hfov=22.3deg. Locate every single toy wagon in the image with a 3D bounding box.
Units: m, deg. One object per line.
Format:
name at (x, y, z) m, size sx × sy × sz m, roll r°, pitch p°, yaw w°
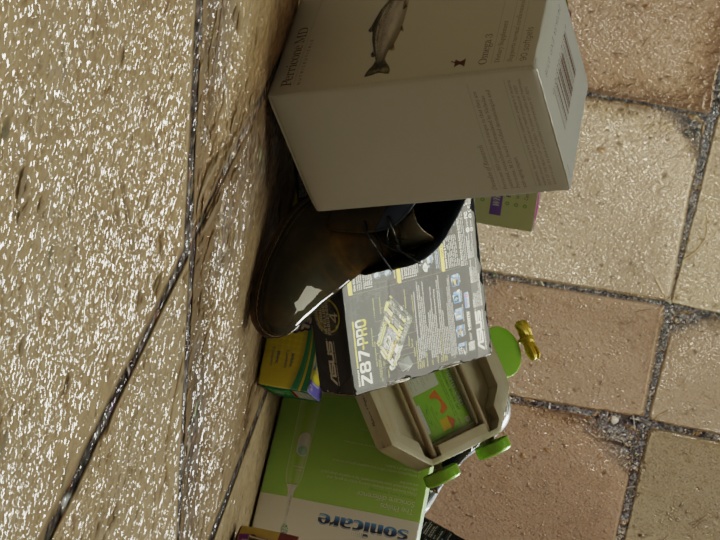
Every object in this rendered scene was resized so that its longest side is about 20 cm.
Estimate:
toy wagon at (0.080, 0.096, 1.616) m, size 0.199 × 0.039 × 0.156 m, roll -21°, pitch 88°, yaw -41°

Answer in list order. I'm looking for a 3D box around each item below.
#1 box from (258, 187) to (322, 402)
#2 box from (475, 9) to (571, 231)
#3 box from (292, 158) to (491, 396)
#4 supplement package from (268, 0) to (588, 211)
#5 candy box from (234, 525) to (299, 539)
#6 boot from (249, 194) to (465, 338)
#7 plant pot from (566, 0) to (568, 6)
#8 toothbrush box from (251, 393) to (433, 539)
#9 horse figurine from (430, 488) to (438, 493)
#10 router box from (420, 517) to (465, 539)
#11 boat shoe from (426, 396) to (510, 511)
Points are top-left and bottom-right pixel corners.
box at (-0.040, 0.005, 1.529) m, size 0.117 × 0.048 × 0.202 m, roll 62°, pitch 36°, yaw -81°
box at (0.073, -0.148, 1.613) m, size 0.097 × 0.198 × 0.177 m, roll -72°, pitch 170°, yaw -57°
box at (0.029, -0.013, 1.485) m, size 0.160 × 0.049 × 0.202 m, roll -15°, pitch 102°, yaw -42°
supplement package at (0.052, -0.130, 1.322) m, size 0.118 × 0.198 × 0.118 m, roll -76°, pitch 153°, yaw -42°
candy box at (-0.095, 0.324, 1.479) m, size 0.117 × 0.056 × 0.202 m, roll -65°, pitch 165°, yaw -68°
boot at (0.001, -0.026, 1.368) m, size 0.201 × 0.096 × 0.075 m, roll -53°, pitch 124°, yaw -21°
plant pot at (0.081, -0.290, 1.675) m, size 0.191 × 0.198 × 0.202 m, roll 69°, pitch 29°, yaw -54°
toothbrush box at (-0.007, 0.174, 1.642) m, size 0.086 × 0.144 × 0.202 m, roll 91°, pitch 10°, yaw -60°
horse figurine at (0.037, 0.170, 1.791) m, size 0.133 × 0.050 × 0.201 m, roll -50°, pitch -164°, yaw 22°
router box at (0.012, 0.330, 1.826) m, size 0.201 × 0.149 × 0.062 m, roll -67°, pitch 170°, yaw 25°
boat shoe at (0.069, 0.189, 1.854) m, size 0.200 × 0.069 × 0.057 m, roll -45°, pitch 161°, yaw 7°
